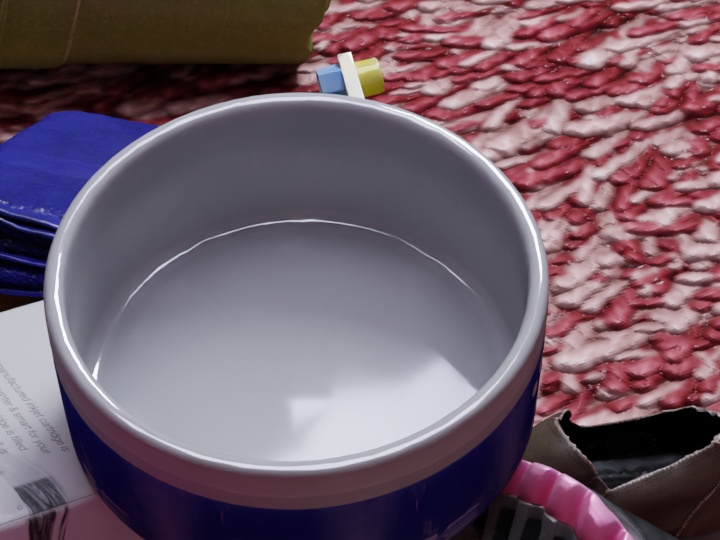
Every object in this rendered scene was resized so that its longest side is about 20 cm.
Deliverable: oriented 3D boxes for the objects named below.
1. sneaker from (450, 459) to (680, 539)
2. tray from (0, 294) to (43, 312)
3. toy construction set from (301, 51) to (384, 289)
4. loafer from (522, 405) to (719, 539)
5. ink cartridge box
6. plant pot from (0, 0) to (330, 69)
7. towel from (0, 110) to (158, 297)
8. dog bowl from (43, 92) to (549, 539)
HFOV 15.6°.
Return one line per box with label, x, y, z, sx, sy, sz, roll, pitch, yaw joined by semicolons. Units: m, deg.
sneaker;0.125;0.139;1.070;0.200;0.079;0.095;28;9;26
tray;-0.151;0.026;1.276;0.199;0.037;0.099;4;33;4
toy construction set;0.000;0.000;1.229;0.092;0.131;0.200;-5;34;8
loafer;0.075;0.090;1.146;0.199;0.071;0.073;-7;33;-13
ink cartridge box;-0.173;0.098;1.115;0.200;0.085;0.146;-16;37;-26
plant pot;-0.113;-0.192;1.510;0.189;0.200;0.200;9;31;-11
towel;-0.117;-0.026;1.289;0.147;0.050;0.200;12;18;6
dog bowl;-0.025;0.025;1.062;0.199;0.079;0.200;-1;50;1
